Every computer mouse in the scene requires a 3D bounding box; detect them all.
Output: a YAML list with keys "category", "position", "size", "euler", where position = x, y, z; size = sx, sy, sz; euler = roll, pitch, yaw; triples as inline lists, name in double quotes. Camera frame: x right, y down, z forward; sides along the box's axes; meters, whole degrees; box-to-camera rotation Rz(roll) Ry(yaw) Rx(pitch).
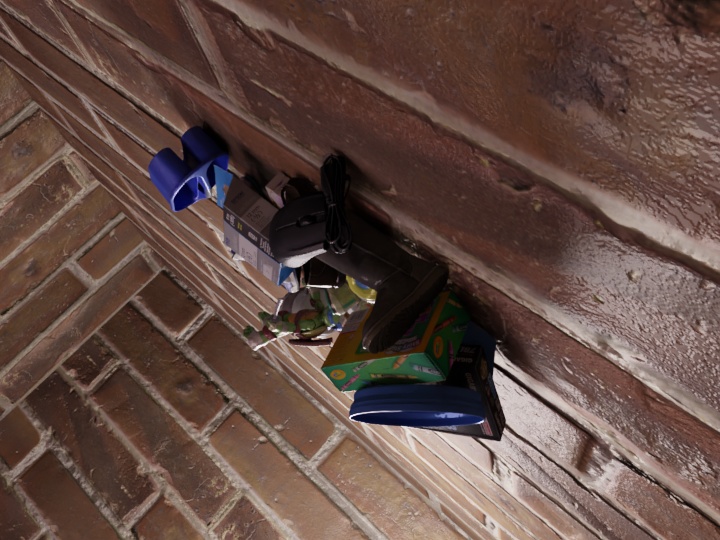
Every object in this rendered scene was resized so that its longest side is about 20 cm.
- category: "computer mouse"
  position: [-0.083, -0.067, 0.975]
  size: [0.200, 0.052, 0.140]
  euler: [-29, 62, 53]

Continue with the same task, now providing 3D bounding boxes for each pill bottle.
- category: "pill bottle"
  position: [-0.106, 0.091, 1.529]
  size: [0.114, 0.114, 0.200]
  euler: [47, 164, -11]

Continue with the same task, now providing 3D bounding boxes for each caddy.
- category: "caddy"
  position: [-0.321, -0.184, 1.333]
  size: [0.105, 0.141, 0.200]
  euler: [48, 165, -1]

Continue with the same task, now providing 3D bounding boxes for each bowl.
- category: "bowl"
  position: [0.082, 0.199, 1.016]
  size: [0.199, 0.040, 0.201]
  euler: [1, 161, 0]

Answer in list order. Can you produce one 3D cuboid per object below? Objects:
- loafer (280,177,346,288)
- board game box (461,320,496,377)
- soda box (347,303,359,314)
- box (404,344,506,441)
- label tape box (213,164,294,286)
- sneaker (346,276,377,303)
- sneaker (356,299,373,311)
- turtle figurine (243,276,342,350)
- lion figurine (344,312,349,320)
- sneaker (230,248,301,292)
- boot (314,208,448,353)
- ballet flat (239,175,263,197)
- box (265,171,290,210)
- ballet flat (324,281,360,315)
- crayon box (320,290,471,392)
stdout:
- category: "loafer"
  position: [-0.087, -0.060, 1.085]
  size: [0.201, 0.071, 0.073]
  euler: [64, 150, 24]
- category: "board game box"
  position: [0.138, 0.114, 1.094]
  size: [0.157, 0.039, 0.201]
  euler: [12, 141, 18]
- category: "soda box"
  position: [0.052, 0.111, 1.272]
  size: [0.200, 0.064, 0.068]
  euler: [50, 170, -19]
- category: "box"
  position: [0.119, 0.192, 1.123]
  size: [0.197, 0.050, 0.201]
  euler: [3, 138, 29]
- category: "label tape box"
  position: [-0.200, -0.079, 1.240]
  size: [0.199, 0.066, 0.143]
  euler: [36, 154, 8]
- category: "sneaker"
  position: [-0.018, -0.032, 1.124]
  size: [0.200, 0.075, 0.106]
  euler: [31, 141, 41]
- category: "sneaker"
  position: [0.070, 0.106, 1.179]
  size: [0.200, 0.088, 0.081]
  euler: [43, 164, 6]
- category: "turtle figurine"
  position: [-0.145, 0.070, 1.357]
  size: [0.193, 0.145, 0.200]
  euler: [-22, 138, 31]
- category: "lion figurine"
  position: [0.009, 0.117, 1.374]
  size: [0.123, 0.072, 0.200]
  euler: [51, 178, 36]
- category: "sneaker"
  position: [-0.195, -0.041, 1.394]
  size: [0.081, 0.114, 0.200]
  euler: [-89, -16, -45]
- category: "boot"
  position: [-0.001, 0.006, 0.972]
  size: [0.199, 0.182, 0.073]
  euler: [34, 142, 22]
- category: "ballet flat"
  position: [-0.224, -0.113, 1.400]
  size: [0.068, 0.067, 0.200]
  euler: [39, 163, 19]
- category: "box"
  position: [-0.121, -0.096, 1.237]
  size: [0.039, 0.041, 0.200]
  euler: [36, 163, 24]
- category: "ballet flat"
  position: [-0.041, 0.012, 1.254]
  size: [0.068, 0.062, 0.200]
  euler: [60, -177, -36]
- category: "crayon box"
  position: [0.049, 0.105, 1.004]
  size: [0.199, 0.119, 0.058]
  euler: [-15, 123, 41]
